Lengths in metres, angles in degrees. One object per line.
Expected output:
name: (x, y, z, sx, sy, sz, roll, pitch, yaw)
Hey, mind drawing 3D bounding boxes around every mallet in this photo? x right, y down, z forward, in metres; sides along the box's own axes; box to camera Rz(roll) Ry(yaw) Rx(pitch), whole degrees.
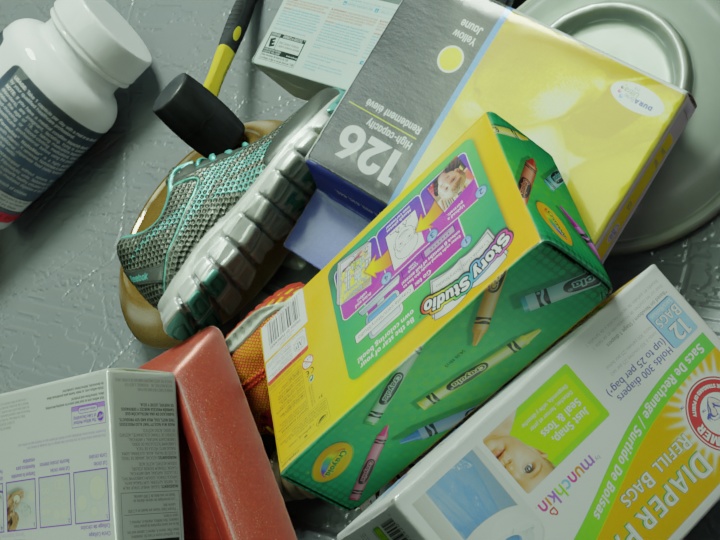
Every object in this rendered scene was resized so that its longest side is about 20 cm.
mallet: (-0.114, -0.172, 1.000, 0.041, 0.066, 0.201, -31, 38, 35)

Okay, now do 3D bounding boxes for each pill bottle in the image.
pill bottle: (-0.277, -0.141, 1.088, 0.200, 0.119, 0.120, -41, 53, 11)

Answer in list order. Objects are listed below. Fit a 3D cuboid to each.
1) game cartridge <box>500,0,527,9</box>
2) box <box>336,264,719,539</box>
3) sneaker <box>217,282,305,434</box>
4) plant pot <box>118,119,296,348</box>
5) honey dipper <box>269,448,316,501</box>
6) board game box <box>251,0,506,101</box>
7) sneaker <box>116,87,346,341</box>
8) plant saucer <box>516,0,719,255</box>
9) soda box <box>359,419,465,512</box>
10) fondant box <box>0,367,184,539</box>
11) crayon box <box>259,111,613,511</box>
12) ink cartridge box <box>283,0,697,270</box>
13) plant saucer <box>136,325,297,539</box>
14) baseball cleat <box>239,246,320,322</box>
game cartridge: (0.086, -0.169, 0.919, 0.199, 0.038, 0.130, 22, 86, 38)
box: (0.105, 0.107, 0.660, 0.200, 0.101, 0.113, -39, 84, -26)
sneaker: (-0.080, 0.089, 0.863, 0.077, 0.073, 0.200, 53, 132, 6)
plant pot: (-0.114, -0.035, 0.956, 0.199, 0.027, 0.201, -28, 41, 27)
honey dipper: (-0.096, 0.146, 0.895, 0.199, 0.038, 0.038, -12, 63, 33)
board game box: (0.031, -0.207, 0.913, 0.147, 0.064, 0.201, 23, 84, 37)
sneaker: (-0.086, -0.054, 0.857, 0.091, 0.078, 0.200, 37, 80, 21)
plant saucer: (0.156, -0.112, 0.811, 0.199, 0.050, 0.201, -7, 71, 20)
soda box: (0.047, 0.137, 0.768, 0.068, 0.064, 0.200, -21, 49, -24)
fondant box: (-0.178, 0.171, 0.801, 0.144, 0.058, 0.201, -14, 75, 38)
crayon box: (0.032, 0.023, 0.705, 0.200, 0.058, 0.119, -43, 34, 23)
ink cartridge box: (0.067, -0.059, 0.783, 0.197, 0.047, 0.201, 32, 90, 25)
plant saucer: (-0.137, 0.165, 0.843, 0.200, 0.037, 0.201, -29, 76, 34)
baseball cleat: (0.000, 0.000, 0.874, 0.199, 0.070, 0.107, -3, 68, 31)
